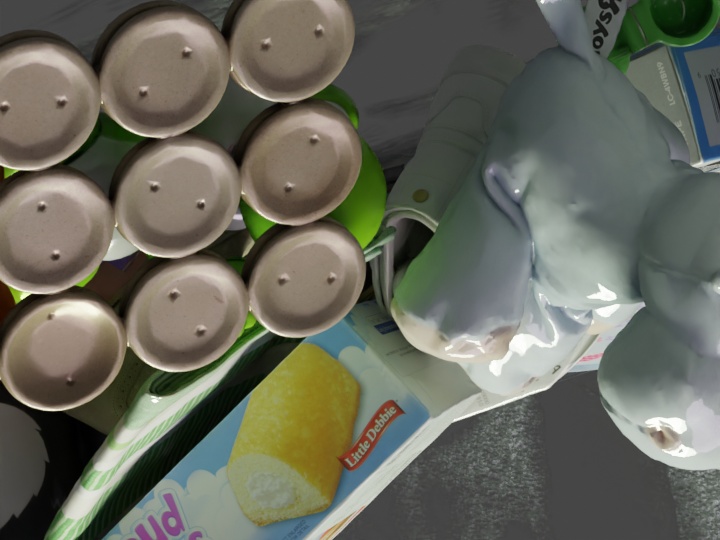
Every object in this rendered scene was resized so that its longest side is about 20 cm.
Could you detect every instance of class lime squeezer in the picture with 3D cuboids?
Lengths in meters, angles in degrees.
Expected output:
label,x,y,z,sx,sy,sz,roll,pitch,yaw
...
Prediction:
label,x,y,z,sx,sy,sz,roll,pitch,yaw
lime squeezer,0.134,-0.111,1.016,0.200,0.038,0.071,-25,169,32

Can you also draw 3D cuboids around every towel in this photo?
label,x,y,z,sx,sy,sz,roll,pitch,yaw
towel,-0.070,0.061,1.006,0.152,0.023,0.200,-38,172,-37

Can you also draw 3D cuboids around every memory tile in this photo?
label,x,y,z,sx,sy,sz,roll,pitch,yaw
memory tile,-0.092,-0.023,0.826,0.199,0.154,0.017,-15,-149,-19

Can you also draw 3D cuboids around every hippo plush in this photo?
label,x,y,z,sx,sy,sz,roll,pitch,yaw
hippo plush,0.129,-0.011,0.918,0.159,0.161,0.201,-5,121,-53

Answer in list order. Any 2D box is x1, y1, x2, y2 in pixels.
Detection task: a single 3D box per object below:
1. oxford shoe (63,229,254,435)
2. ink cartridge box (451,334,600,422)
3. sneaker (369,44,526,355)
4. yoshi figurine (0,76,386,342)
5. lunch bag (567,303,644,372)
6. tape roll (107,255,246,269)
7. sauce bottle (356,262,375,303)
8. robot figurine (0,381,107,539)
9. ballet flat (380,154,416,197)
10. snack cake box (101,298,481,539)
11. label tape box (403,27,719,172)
label,x,y,z,sx,sy,sz,roll,pitch,yaw
oxford shoe,-0.087,0.019,1.084,0.200,0.074,0.071,-44,175,-48
ink cartridge box,0.137,0.015,1.238,0.199,0.057,0.163,-16,-171,23
sneaker,0.049,0.001,1.062,0.073,0.116,0.200,15,149,24
yoshi figurine,-0.070,-0.030,0.885,0.200,0.112,0.112,-16,165,-33
lunch bag,0.183,-0.013,1.451,0.200,0.128,0.169,1,159,-38
tape roll,-0.079,0.056,1.239,0.199,0.085,0.200,-17,149,-10
sauce bottle,0.000,0.000,1.110,0.066,0.066,0.200,-22,143,22
robot figurine,-0.198,0.104,1.120,0.150,0.201,0.125,0,168,-40
ballet flat,0.051,-0.032,1.221,0.199,0.073,0.073,-10,168,-27
snack cake box,-0.044,0.104,1.045,0.200,0.067,0.115,-45,173,12
label tape box,0.140,-0.068,1.144,0.143,0.066,0.200,-15,175,-40
